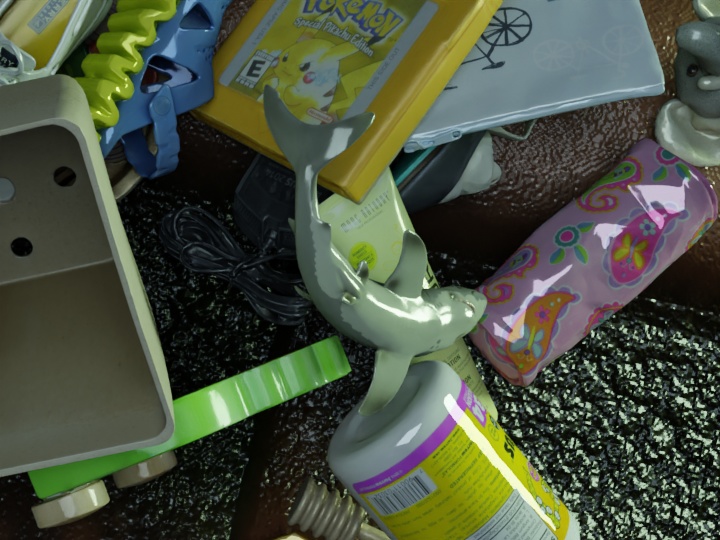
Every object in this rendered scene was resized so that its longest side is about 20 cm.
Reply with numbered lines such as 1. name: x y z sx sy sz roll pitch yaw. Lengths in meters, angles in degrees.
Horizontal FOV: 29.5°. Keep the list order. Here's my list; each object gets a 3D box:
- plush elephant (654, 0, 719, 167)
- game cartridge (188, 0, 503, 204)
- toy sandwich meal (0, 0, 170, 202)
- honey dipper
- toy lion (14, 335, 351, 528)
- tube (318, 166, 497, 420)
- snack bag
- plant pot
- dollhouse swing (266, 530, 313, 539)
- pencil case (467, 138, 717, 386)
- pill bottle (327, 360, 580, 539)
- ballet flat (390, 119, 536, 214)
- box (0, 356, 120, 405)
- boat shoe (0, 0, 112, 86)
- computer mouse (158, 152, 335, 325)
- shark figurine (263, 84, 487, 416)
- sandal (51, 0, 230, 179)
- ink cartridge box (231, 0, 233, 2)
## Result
1. plush elephant: 0.285 -0.147 0.955 0.154 0.200 0.166 6 84 20
2. game cartridge: -0.009 -0.161 0.938 0.176 0.032 0.200 29 82 37
3. toy sandwich meal: -0.232 -0.121 0.950 0.204 0.070 0.207 0 86 -4
4. honey dipper: 0.043 0.207 0.965 0.199 0.038 0.038 28 84 -4
5. toy lion: -0.103 0.091 0.887 0.191 0.200 0.069 -21 88 13
6. tube: 0.032 0.029 0.936 0.052 0.058 0.201 -21 108 17
7. snack bag: 0.105 -0.177 0.949 0.187 0.021 0.201 -12 57 2
8. plant pot: -0.223 -0.011 0.799 0.199 0.177 0.201 -12 117 2
9. dollhouse swing: -0.099 0.285 0.890 0.175 0.182 0.201 -18 87 15
10. pencil case: 0.159 -0.008 0.966 0.200 0.087 0.088 -41 89 -6
11. pill bottle: 0.075 0.163 0.904 0.104 0.104 0.200 -41 104 -6
12. ballet flat: 0.084 -0.102 0.974 0.073 0.073 0.200 35 80 -1
13. box: -0.256 0.053 0.900 0.199 0.164 0.021 -14 122 -5
14. boat shoe: -0.229 -0.132 0.877 0.074 0.086 0.202 38 81 -1
15. computer mouse: -0.039 -0.065 0.965 0.138 0.053 0.201 30 83 26
16. shark figurine: -0.017 -0.001 0.852 0.128 0.089 0.215 -53 128 -19
17. sandal: -0.132 -0.142 0.927 0.087 0.079 0.201 37 81 -32
18. ink cartridge box: -0.090 -0.317 0.990 0.160 0.047 0.200 43 82 0
